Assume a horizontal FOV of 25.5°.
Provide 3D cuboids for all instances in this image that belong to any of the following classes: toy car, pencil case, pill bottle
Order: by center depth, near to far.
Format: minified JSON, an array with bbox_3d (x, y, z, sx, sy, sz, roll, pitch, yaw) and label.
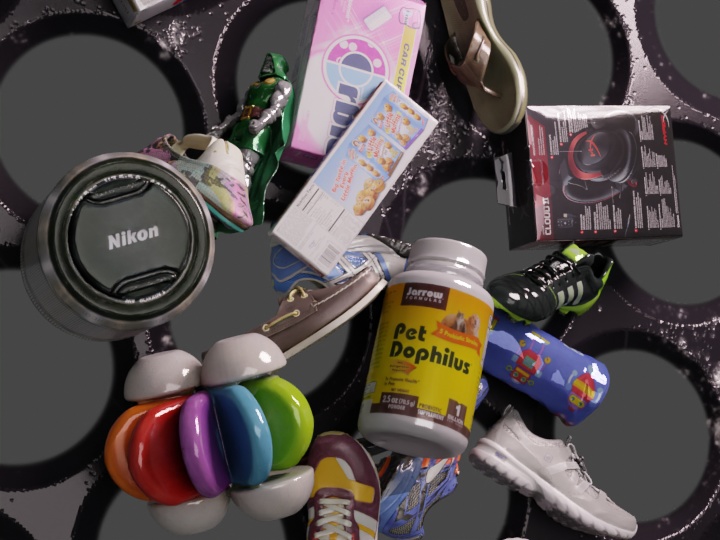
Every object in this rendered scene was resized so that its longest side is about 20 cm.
[{"bbox_3d":[-0.147,0.160,1.488,0.199,0.150,0.176,-12,92,19],"label":"toy car"},{"bbox_3d":[0.068,0.075,1.547,0.109,0.109,0.201,18,71,-16],"label":"pill bottle"},{"bbox_3d":[0.167,0.087,1.671,0.200,0.087,0.078,32,100,-12],"label":"pencil case"}]

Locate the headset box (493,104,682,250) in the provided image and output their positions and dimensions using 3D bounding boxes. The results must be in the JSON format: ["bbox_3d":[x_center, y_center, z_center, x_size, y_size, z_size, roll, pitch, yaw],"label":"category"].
[{"bbox_3d":[0.239,-0.101,1.722,0.199,0.075,0.149,-3,84,-20],"label":"headset box"}]

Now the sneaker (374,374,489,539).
[{"bbox_3d":[0.072,0.191,1.636,0.078,0.075,0.200,39,80,-20],"label":"sneaker"}]

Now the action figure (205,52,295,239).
[{"bbox_3d":[-0.113,-0.132,1.597,0.055,0.118,0.201,38,60,-38],"label":"action figure"}]

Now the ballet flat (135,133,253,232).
[{"bbox_3d":[-0.153,-0.096,1.525,0.069,0.200,0.071,41,81,-37],"label":"ballet flat"}]

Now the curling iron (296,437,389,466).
[{"bbox_3d":[-0.024,0.179,1.583,0.199,0.050,0.026,-9,44,0],"label":"curling iron"}]

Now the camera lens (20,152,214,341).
[{"bbox_3d":[-0.231,-0.018,1.481,0.159,0.200,0.161,2,83,-19],"label":"camera lens"}]

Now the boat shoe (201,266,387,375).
[{"bbox_3d":[-0.066,0.053,1.572,0.200,0.072,0.060,-36,88,9],"label":"boat shoe"}]

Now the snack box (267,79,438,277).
[{"bbox_3d":[-0.006,-0.093,1.592,0.072,0.024,0.200,38,75,-8],"label":"snack box"}]

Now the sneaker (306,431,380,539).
[{"bbox_3d":[-0.019,0.258,1.542,0.075,0.090,0.201,-3,106,12],"label":"sneaker"}]

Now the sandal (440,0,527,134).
[{"bbox_3d":[0.116,-0.236,1.694,0.057,0.080,0.202,-14,78,-38],"label":"sandal"}]

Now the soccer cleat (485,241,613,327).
[{"bbox_3d":[0.196,0.009,1.649,0.067,0.200,0.081,40,113,26],"label":"soccer cleat"}]

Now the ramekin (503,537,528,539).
[{"bbox_3d":[0.160,0.359,1.578,0.094,0.202,0.203,-26,92,-33],"label":"ramekin"}]

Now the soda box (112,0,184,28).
[{"bbox_3d":[-0.163,-0.323,1.617,0.200,0.064,0.068,-30,93,-20],"label":"soda box"}]

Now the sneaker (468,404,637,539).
[{"bbox_3d":[0.216,0.216,1.672,0.200,0.075,0.082,34,75,-12],"label":"sneaker"}]

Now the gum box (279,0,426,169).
[{"bbox_3d":[-0.009,-0.202,1.653,0.113,0.066,0.201,14,79,-16],"label":"gum box"}]

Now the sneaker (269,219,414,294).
[{"bbox_3d":[0.000,0.000,1.633,0.199,0.076,0.077,10,86,-8],"label":"sneaker"}]
